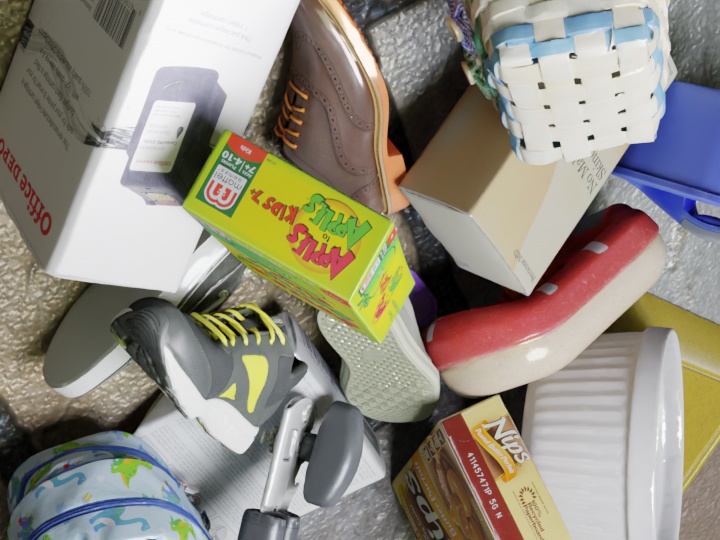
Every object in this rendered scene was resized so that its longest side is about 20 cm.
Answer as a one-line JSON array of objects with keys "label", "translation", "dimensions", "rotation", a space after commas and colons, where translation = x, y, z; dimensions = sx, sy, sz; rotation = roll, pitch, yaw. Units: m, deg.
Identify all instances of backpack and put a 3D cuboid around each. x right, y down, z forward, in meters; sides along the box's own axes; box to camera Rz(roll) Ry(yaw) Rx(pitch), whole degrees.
[{"label": "backpack", "translation": [-0.170, 0.206, 0.948], "dimensions": [0.161, 0.156, 0.200], "rotation": [-16, 156, 0]}]

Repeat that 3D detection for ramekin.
[{"label": "ramekin", "translation": [0.191, 0.144, 1.077], "dimensions": [0.104, 0.201, 0.202], "rotation": [0, 131, 19]}]

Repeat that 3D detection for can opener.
[{"label": "can opener", "translation": [-0.054, 0.184, 0.948], "dimensions": [0.053, 0.066, 0.203], "rotation": [21, 86, -67]}]

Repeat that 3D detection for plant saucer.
[{"label": "plant saucer", "translation": [0.260, 0.135, 1.227], "dimensions": [0.198, 0.048, 0.201], "rotation": [20, 108, -39]}]

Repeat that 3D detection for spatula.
[{"label": "spatula", "translation": [0.000, 0.000, 0.973], "dimensions": [0.056, 0.021, 0.200], "rotation": [-26, 149, 12]}]

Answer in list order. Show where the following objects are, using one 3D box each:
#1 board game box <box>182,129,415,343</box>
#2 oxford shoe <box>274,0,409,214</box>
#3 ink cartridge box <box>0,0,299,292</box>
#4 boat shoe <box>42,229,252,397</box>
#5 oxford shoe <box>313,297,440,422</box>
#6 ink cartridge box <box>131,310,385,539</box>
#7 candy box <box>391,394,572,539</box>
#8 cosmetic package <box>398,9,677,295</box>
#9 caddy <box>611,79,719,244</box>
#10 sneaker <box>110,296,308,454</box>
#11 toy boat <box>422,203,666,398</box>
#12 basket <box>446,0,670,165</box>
[{"label": "board game box", "translation": [-0.028, -0.012, 0.785], "dimensions": [0.048, 0.101, 0.200], "rotation": [-60, 171, -5]}, {"label": "oxford shoe", "translation": [-0.023, -0.103, 0.885], "dimensions": [0.072, 0.071, 0.201], "rotation": [-26, 130, -8]}, {"label": "ink cartridge box", "translation": [-0.126, -0.111, 0.764], "dimensions": [0.084, 0.145, 0.202], "rotation": [11, 113, -37]}, {"label": "boat shoe", "translation": [-0.120, 0.016, 0.902], "dimensions": [0.200, 0.071, 0.064], "rotation": [-44, 131, -1]}, {"label": "oxford shoe", "translation": [0.015, 0.050, 0.973], "dimensions": [0.074, 0.058, 0.201], "rotation": [-6, 145, 13]}, {"label": "ink cartridge box", "translation": [-0.101, 0.135, 1.021], "dimensions": [0.198, 0.057, 0.163], "rotation": [-24, 132, 11]}, {"label": "candy box", "translation": [0.086, 0.181, 1.044], "dimensions": [0.055, 0.117, 0.200], "rotation": [-21, 163, -17]}, {"label": "cosmetic package", "translation": [0.124, -0.097, 0.938], "dimensions": [0.201, 0.071, 0.105], "rotation": [-56, 136, -11]}, {"label": "caddy", "translation": [0.270, -0.072, 1.004], "dimensions": [0.140, 0.199, 0.106], "rotation": [9, 100, -37]}, {"label": "sneaker", "translation": [-0.090, 0.048, 0.861], "dimensions": [0.085, 0.074, 0.200], "rotation": [-44, 159, -6]}, {"label": "toy boat", "translation": [0.121, 0.000, 1.016], "dimensions": [0.199, 0.130, 0.131], "rotation": [-38, 93, -26]}, {"label": "basket", "translation": [0.117, -0.182, 0.817], "dimensions": [0.137, 0.203, 0.177], "rotation": [-5, 155, 13]}]
